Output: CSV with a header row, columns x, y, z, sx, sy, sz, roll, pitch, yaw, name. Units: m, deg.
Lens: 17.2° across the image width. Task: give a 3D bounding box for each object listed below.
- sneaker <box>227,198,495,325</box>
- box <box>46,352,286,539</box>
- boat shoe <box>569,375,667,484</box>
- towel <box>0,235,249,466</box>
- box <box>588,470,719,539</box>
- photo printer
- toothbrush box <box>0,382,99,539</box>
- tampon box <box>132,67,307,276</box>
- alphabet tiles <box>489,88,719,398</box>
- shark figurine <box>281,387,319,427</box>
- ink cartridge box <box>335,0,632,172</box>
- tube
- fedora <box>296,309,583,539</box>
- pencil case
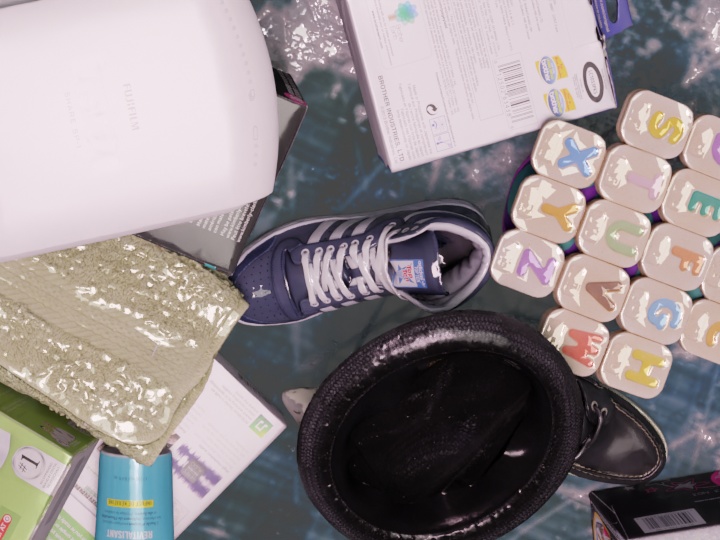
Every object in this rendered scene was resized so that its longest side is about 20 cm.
x,y,z,sx,sy,sz,roll,pitch,yaw,name
0.000,0.000,1.659,0.199,0.109,0.071,-15,104,-4,sneaker
-0.172,0.129,1.706,0.200,0.036,0.144,-45,104,3,box
0.141,0.105,1.725,0.199,0.066,0.075,34,97,-14,boat shoe
-0.191,0.027,1.641,0.199,0.036,0.149,29,77,0,towel
0.280,0.217,1.735,0.198,0.132,0.116,-9,101,-5,box
-0.152,-0.104,1.479,0.198,0.069,0.168,-12,104,-4,photo printer
-0.304,0.132,1.638,0.199,0.086,0.146,29,98,3,toothbrush box
-0.155,-0.105,1.592,0.199,0.150,0.127,23,100,-12,tampon box
0.195,-0.018,1.642,0.194,0.015,0.201,20,93,-13,alphabet tiles
0.024,0.183,1.710,0.127,0.090,0.216,-7,63,-20,shark figurine
0.094,-0.162,1.650,0.199,0.076,0.137,-16,105,-2,ink cartridge box
-0.159,0.224,1.673,0.077,0.050,0.202,2,96,10,tube
0.052,0.098,1.639,0.199,0.092,0.202,-2,116,-3,fedora
0.205,-0.023,1.694,0.199,0.085,0.093,23,90,-13,pencil case
